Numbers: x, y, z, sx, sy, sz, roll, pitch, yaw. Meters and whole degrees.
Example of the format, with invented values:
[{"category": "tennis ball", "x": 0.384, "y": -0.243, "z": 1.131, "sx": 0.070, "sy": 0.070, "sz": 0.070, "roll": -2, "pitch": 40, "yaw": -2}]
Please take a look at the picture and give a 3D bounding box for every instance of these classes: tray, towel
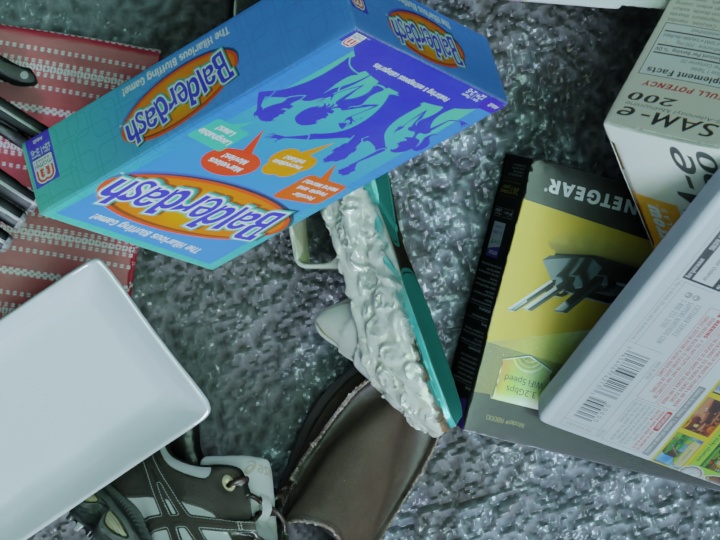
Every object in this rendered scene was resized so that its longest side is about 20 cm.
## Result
[{"category": "tray", "x": -0.187, "y": 0.085, "z": 1.350, "sx": 0.199, "sy": 0.022, "sz": 0.108, "roll": -34, "pitch": 104, "yaw": 10}, {"category": "towel", "x": -0.189, "y": -0.030, "z": 1.364, "sx": 0.144, "sy": 0.022, "sz": 0.201, "roll": 8, "pitch": 92, "yaw": -14}]

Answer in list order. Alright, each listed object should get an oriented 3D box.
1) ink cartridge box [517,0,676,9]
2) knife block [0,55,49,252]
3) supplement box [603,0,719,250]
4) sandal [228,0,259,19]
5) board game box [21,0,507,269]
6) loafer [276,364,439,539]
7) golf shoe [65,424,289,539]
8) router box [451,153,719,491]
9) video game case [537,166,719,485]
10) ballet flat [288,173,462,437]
[{"category": "ink cartridge box", "x": 0.077, "y": -0.198, "z": 1.318, "sx": 0.199, "sy": 0.068, "sz": 0.116, "roll": 0, "pitch": 98, "yaw": -37}, {"category": "knife block", "x": -0.260, "y": -0.084, "z": 1.303, "sx": 0.199, "sy": 0.064, "sz": 0.177, "roll": -12, "pitch": 94, "yaw": -9}, {"category": "supplement box", "x": 0.217, "y": -0.109, "z": 1.378, "sx": 0.201, "sy": 0.073, "sz": 0.126, "roll": -60, "pitch": 145, "yaw": -24}, {"category": "sandal", "x": -0.013, "y": -0.179, "z": 1.328, "sx": 0.076, "sy": 0.043, "sz": 0.201, "roll": 19, "pitch": 96, "yaw": -16}, {"category": "board game box", "x": -0.047, "y": -0.074, "z": 1.288, "sx": 0.199, "sy": 0.152, "sz": 0.045, "roll": -28, "pitch": 66, "yaw": 25}, {"category": "loafer", "x": -0.013, "y": 0.136, "z": 1.403, "sx": 0.073, "sy": 0.071, "sz": 0.201, "roll": 33, "pitch": 87, "yaw": -16}, {"category": "golf shoe", "x": -0.067, "y": 0.147, "z": 1.333, "sx": 0.095, "sy": 0.200, "sz": 0.078, "roll": -51, "pitch": 150, "yaw": 0}, {"category": "router box", "x": 0.160, "y": 0.034, "z": 1.449, "sx": 0.199, "sy": 0.052, "sz": 0.158, "roll": 13, "pitch": 92, "yaw": -16}, {"category": "video game case", "x": 0.220, "y": 0.043, "z": 1.363, "sx": 0.181, "sy": 0.023, "sz": 0.200, "roll": 20, "pitch": 132, "yaw": -16}, {"category": "ballet flat", "x": 0.000, "y": 0.000, "z": 1.384, "sx": 0.071, "sy": 0.072, "sz": 0.201, "roll": -13, "pitch": 80, "yaw": -13}]
